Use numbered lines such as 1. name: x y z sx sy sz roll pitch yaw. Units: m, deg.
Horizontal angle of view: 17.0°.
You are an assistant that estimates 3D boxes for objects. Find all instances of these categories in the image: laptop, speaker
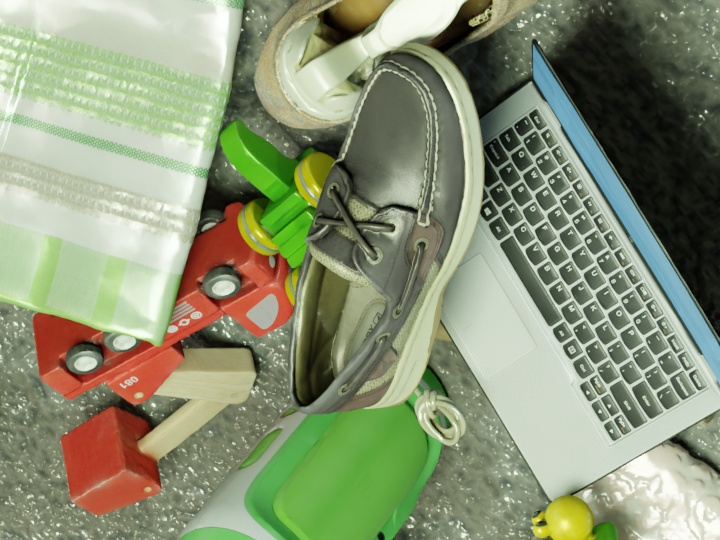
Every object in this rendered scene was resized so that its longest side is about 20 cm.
1. laptop: 0.089 0.009 1.155 0.200 0.116 0.188 -35 83 36
2. speaker: -0.025 0.120 1.260 0.088 0.200 0.089 14 125 21

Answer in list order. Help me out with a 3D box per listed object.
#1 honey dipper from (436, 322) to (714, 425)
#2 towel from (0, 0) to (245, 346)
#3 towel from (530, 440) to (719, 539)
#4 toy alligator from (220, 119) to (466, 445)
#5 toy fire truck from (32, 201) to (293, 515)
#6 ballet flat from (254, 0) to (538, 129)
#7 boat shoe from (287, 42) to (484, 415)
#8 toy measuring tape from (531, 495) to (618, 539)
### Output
1. honey dipper: 0.090 0.043 1.257 0.199 0.038 0.038 11 124 26
2. towel: -0.147 -0.074 1.254 0.149 0.031 0.201 15 96 14
3. towel: 0.166 0.206 1.279 0.200 0.032 0.191 37 107 2
4. toy alligator: 0.000 0.000 1.251 0.059 0.054 0.200 -38 88 36
5. toy fire truck: -0.106 0.052 1.340 0.200 0.049 0.141 -28 140 17
6. ballet flat: 0.006 -0.116 1.182 0.200 0.067 0.068 -31 99 39
7. boat shoe: 0.006 -0.012 1.159 0.072 0.065 0.201 35 129 30
8. toy measuring tape: 0.101 0.210 1.246 0.073 0.074 0.201 6 110 26
